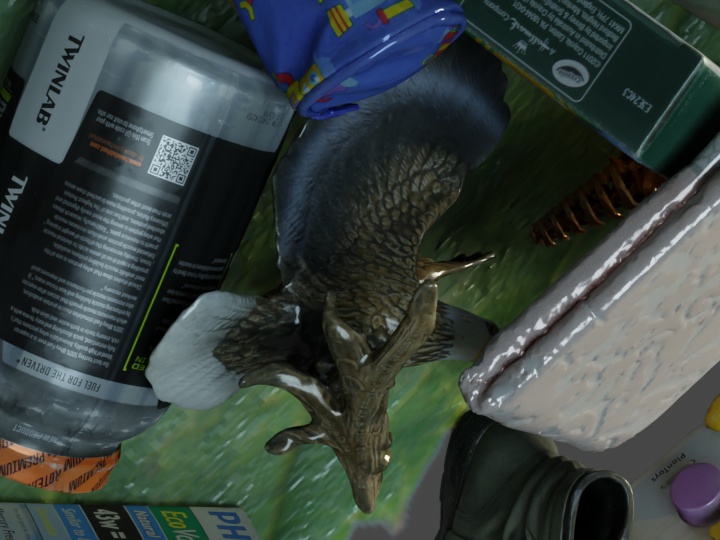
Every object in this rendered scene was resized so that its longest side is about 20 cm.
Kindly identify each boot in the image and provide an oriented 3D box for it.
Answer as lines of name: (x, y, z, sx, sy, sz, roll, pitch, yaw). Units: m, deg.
boot: (0.077, 0.175, 0.995, 0.067, 0.131, 0.202, 1, 108, -22)

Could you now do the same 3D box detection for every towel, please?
towel: (0.142, 0.005, 0.864, 0.191, 0.032, 0.200, -44, 157, 9)

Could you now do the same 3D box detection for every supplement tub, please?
supplement tub: (-0.116, -0.014, 0.858, 0.122, 0.122, 0.202, 20, 99, -26)

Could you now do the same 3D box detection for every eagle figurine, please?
eagle figurine: (0.006, 0.004, 0.871, 0.151, 0.201, 0.151, -28, 123, 25)

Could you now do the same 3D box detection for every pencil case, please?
pencil case: (-0.040, -0.155, 0.809, 0.087, 0.201, 0.078, -40, 167, 37)

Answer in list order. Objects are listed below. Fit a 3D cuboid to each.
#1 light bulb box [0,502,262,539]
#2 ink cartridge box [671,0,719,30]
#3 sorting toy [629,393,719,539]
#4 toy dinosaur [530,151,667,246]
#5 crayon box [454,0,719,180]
light bulb box: (-0.125, 0.201, 0.887, 0.198, 0.198, 0.126, 4, 109, -24)
ink cartridge box: (0.239, -0.192, 0.923, 0.082, 0.146, 0.201, 22, 99, -25)
sorting toy: (0.217, 0.160, 1.018, 0.200, 0.180, 0.107, -40, 118, -5)
toy dinosaur: (0.180, -0.031, 1.005, 0.198, 0.102, 0.137, -6, 96, 0)
crayon box: (0.121, -0.085, 0.877, 0.052, 0.126, 0.200, -55, 154, 10)
